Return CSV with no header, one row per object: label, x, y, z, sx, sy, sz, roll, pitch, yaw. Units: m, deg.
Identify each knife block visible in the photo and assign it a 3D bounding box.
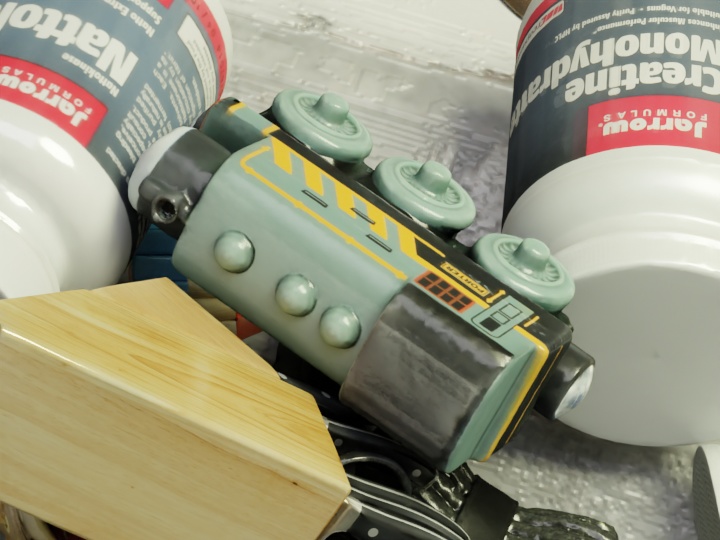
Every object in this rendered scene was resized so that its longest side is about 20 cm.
knife block,-0.048,0.082,1.003,0.176,0.064,0.200,40,17,16

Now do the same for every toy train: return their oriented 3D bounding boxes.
toy train,0.000,0.000,1.086,0.200,0.085,0.114,36,25,13

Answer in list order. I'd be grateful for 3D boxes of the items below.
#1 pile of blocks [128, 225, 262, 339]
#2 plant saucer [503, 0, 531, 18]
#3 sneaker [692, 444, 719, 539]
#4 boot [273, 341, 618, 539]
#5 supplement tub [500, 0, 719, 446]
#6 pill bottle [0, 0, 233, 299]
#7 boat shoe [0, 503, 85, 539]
pile of blocks,-0.069,0.023,1.183,0.062,0.082,0.200,-1,55,-8
plant saucer,0.151,-0.189,1.390,0.200,0.032,0.200,4,56,-5
sneaker,0.213,0.155,1.133,0.115,0.074,0.200,-3,55,-6
boot,0.036,0.086,1.153,0.158,0.079,0.211,12,63,7
supplement tub,0.134,-0.037,1.205,0.140,0.140,0.200,8,49,-2
pill bottle,-0.139,-0.047,1.126,0.119,0.120,0.200,19,46,6
boat shoe,-0.111,0.089,1.084,0.200,0.069,0.074,34,96,25
